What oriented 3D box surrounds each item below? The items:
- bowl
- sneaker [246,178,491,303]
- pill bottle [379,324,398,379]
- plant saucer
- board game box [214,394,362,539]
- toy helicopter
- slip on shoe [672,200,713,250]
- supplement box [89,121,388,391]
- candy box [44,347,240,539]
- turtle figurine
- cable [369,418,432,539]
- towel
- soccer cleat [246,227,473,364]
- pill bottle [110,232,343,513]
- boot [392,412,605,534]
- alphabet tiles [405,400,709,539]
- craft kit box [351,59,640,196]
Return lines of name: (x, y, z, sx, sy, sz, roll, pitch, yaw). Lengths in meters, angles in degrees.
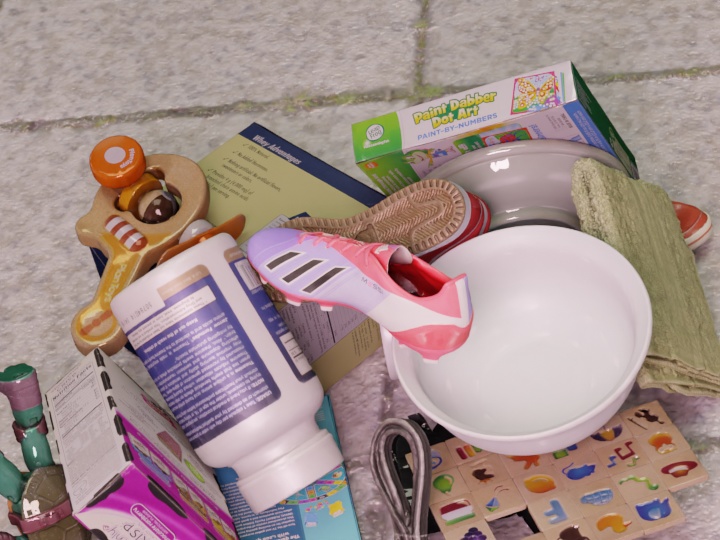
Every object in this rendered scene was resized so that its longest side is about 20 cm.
bowl: (0.130, 0.069, 1.469, 0.201, 0.090, 0.201, -9, 50, 11)
sneaker: (0.012, -0.019, 1.554, 0.200, 0.112, 0.071, -18, 80, 21)
pill bottle: (0.118, 0.037, 1.614, 0.200, 0.109, 0.109, -9, 41, 5)
plant saucer: (0.136, -0.040, 1.643, 0.200, 0.200, 0.050, -9, 61, 4)
board game box: (-0.079, 0.199, 1.528, 0.151, 0.047, 0.200, -13, 42, -1)
toy helicopter: (-0.179, -0.012, 1.583, 0.132, 0.079, 0.200, 12, 59, 13)
slip on shoe: (0.222, -0.060, 1.734, 0.200, 0.061, 0.074, 17, 47, 27)
supplement box: (-0.090, 0.006, 1.678, 0.200, 0.134, 0.200, -38, 48, -26)
candy box: (-0.160, 0.156, 1.416, 0.061, 0.136, 0.200, -41, 25, 4)
turtle figurine: (-0.259, 0.183, 1.497, 0.101, 0.200, 0.150, -9, 20, 26)
cable: (0.030, 0.212, 1.405, 0.097, 0.200, 0.050, 10, 8, 35)
towel: (0.234, 0.009, 1.561, 0.036, 0.148, 0.200, -27, 65, 30)
soccer cleat: (0.000, 0.000, 1.445, 0.200, 0.077, 0.067, 27, 40, 28)
pill bottle: (-0.098, 0.082, 1.479, 0.111, 0.111, 0.200, -30, 89, -20)
boot: (0.105, 0.179, 1.487, 0.162, 0.073, 0.198, -8, 34, 1)
alphabet tiles: (0.151, 0.157, 1.440, 0.200, 0.008, 0.167, -17, 34, -7)
craft kit box: (0.120, -0.094, 1.644, 0.197, 0.200, 0.049, -17, 63, 17)
